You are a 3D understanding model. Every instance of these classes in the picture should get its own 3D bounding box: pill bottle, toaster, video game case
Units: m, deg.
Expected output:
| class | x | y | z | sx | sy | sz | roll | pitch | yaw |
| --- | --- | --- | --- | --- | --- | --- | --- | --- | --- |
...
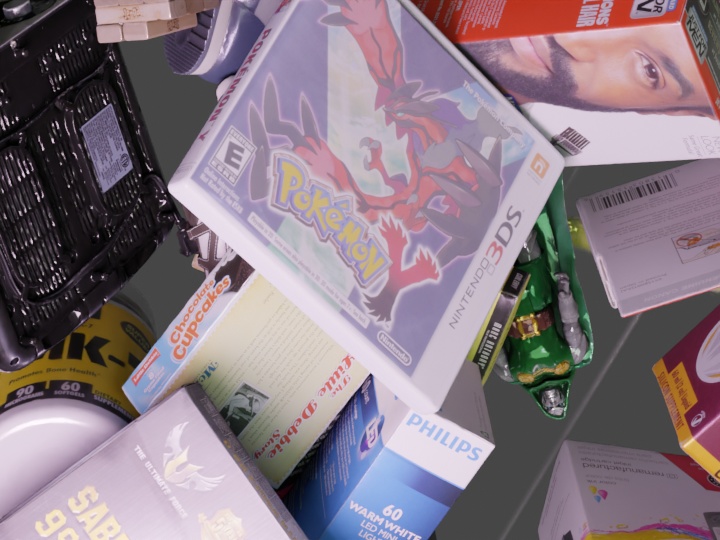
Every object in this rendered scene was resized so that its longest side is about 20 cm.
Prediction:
| class | x | y | z | sx | sy | sz | roll | pitch | yaw |
| --- | --- | --- | --- | --- | --- | --- | --- | --- | --- |
| pill bottle | -0.176 | 0.084 | 1.254 | 0.113 | 0.200 | 0.115 | -1 | 117 | -3 |
| toaster | -0.207 | -0.051 | 1.185 | 0.118 | 0.181 | 0.201 | 3 | 123 | 34 |
| video game case | 0.011 | -0.053 | 1.115 | 0.200 | 0.183 | 0.023 | 42 | 151 | -24 |

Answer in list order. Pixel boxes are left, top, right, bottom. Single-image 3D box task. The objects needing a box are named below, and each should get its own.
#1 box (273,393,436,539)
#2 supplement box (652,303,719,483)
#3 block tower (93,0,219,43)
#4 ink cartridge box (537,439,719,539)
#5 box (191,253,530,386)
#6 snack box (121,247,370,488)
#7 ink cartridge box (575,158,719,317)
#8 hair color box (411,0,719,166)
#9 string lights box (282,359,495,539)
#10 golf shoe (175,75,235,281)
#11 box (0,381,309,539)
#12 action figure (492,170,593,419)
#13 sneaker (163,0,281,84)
| class | x | y | z | sx | sy | sz | roll | pitch | yaw |
| --- | --- | --- | --- | --- | --- | --- | --- | --- | --- |
| box | -0.027 | 0.139 | 1.332 | 0.105 | 0.122 | 0.201 | -22 | 116 | 6 |
| supplement box | 0.294 | 0.046 | 1.313 | 0.086 | 0.111 | 0.200 | 39 | 107 | -19 |
| block tower | -0.125 | -0.234 | 1.149 | 0.054 | 0.058 | 0.202 | 0 | 104 | 29 |
| ink cartridge box | 0.204 | 0.204 | 1.335 | 0.146 | 0.200 | 0.086 | 9 | 116 | -8 |
| box | 0.000 | 0.000 | 1.275 | 0.199 | 0.050 | 0.076 | 23 | 113 | 6 |
| snack box | -0.032 | 0.022 | 1.182 | 0.116 | 0.037 | 0.200 | 34 | 98 | -39 |
| ink cartridge box | 0.242 | -0.024 | 1.241 | 0.199 | 0.174 | 0.044 | -18 | 116 | 5 |
| hair color box | 0.114 | -0.117 | 1.187 | 0.199 | 0.064 | 0.111 | -3 | 139 | 30 |
| string lights box | -0.002 | 0.143 | 1.211 | 0.059 | 0.103 | 0.201 | 29 | 110 | -15 |
| golf shoe | -0.070 | -0.023 | 1.229 | 0.094 | 0.078 | 0.201 | 30 | 113 | 27 |
| box | -0.098 | 0.188 | 1.123 | 0.158 | 0.048 | 0.201 | -35 | 87 | 6 |
| action figure | 0.101 | 0.010 | 1.316 | 0.117 | 0.055 | 0.201 | -16 | 115 | 13 |
| sneaker | -0.045 | -0.202 | 1.208 | 0.082 | 0.070 | 0.201 | 12 | 114 | -37 |
